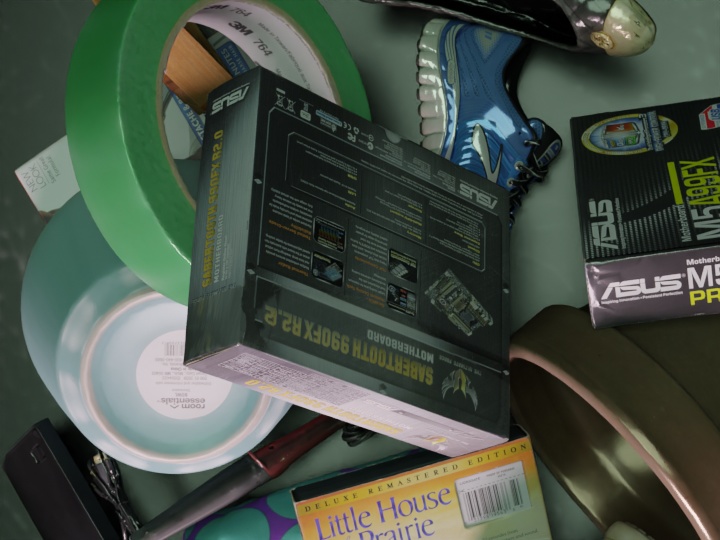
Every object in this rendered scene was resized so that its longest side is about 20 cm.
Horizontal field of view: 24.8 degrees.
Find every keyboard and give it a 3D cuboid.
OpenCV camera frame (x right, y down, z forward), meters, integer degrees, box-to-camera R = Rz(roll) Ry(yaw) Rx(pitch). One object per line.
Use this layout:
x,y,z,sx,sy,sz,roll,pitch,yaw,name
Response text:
-0.159,0.184,1.060,0.201,0.021,0.127,58,139,6,keyboard

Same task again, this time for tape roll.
-0.074,-0.079,0.927,0.048,0.199,0.202,-12,85,42,tape roll

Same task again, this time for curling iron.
-0.057,0.121,1.032,0.199,0.050,0.026,-25,101,-17,curling iron

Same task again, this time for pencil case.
-0.009,0.173,1.033,0.198,0.085,0.093,-17,42,8,pencil case

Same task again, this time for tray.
-0.157,-0.193,1.030,0.037,0.099,0.200,-39,59,5,tray

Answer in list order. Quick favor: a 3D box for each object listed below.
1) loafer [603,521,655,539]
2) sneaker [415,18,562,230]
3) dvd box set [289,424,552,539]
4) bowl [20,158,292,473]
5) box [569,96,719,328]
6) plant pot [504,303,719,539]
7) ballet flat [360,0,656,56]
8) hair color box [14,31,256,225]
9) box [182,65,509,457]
0.173,0.242,0.980,0.068,0.076,0.201,-31,111,-13,loafer
0.083,-0.061,1.034,0.088,0.079,0.202,-2,87,11,sneaker
0.050,0.206,0.972,0.145,0.029,0.202,-16,102,-7,dvd box set
-0.113,0.043,1.007,0.199,0.105,0.203,-2,111,-5,bowl
0.206,-0.043,0.956,0.159,0.200,0.045,-7,117,9,box
0.206,0.070,0.968,0.174,0.200,0.201,-38,82,-13,plant pot
0.085,-0.162,1.007,0.199,0.067,0.057,19,60,22,ballet flat
-0.110,-0.072,1.072,0.199,0.064,0.111,-34,84,7,hair color box
0.000,0.000,0.896,0.048,0.199,0.160,-21,58,44,box
